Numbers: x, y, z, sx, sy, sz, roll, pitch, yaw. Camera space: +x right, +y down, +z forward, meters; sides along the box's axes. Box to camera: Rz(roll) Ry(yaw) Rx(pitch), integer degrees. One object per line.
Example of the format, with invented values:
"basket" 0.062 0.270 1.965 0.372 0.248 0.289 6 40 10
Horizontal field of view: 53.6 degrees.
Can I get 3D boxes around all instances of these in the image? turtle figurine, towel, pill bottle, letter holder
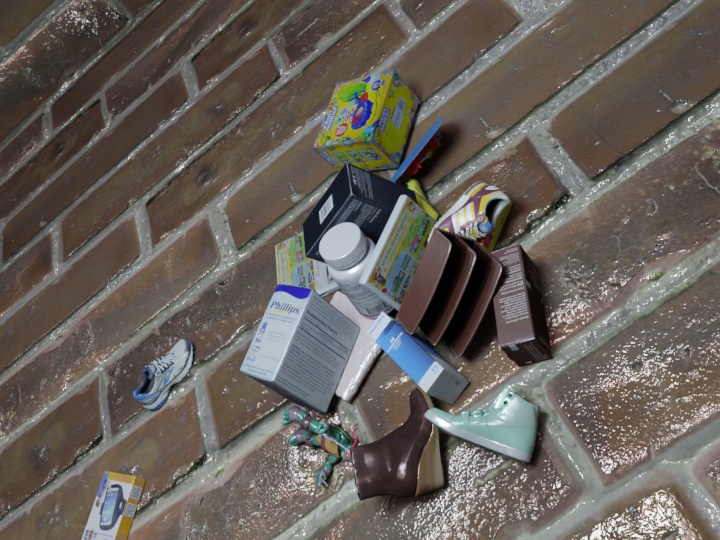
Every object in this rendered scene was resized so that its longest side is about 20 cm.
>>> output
"turtle figurine" -0.071 0.350 1.433 0.199 0.100 0.152 20 117 43
"towel" -0.035 0.163 1.559 0.190 0.032 0.201 24 79 43
"pill bottle" 0.000 0.000 1.485 0.112 0.201 0.114 -17 46 18
"letter holder" 0.170 0.046 1.362 0.202 0.099 0.142 -68 26 18

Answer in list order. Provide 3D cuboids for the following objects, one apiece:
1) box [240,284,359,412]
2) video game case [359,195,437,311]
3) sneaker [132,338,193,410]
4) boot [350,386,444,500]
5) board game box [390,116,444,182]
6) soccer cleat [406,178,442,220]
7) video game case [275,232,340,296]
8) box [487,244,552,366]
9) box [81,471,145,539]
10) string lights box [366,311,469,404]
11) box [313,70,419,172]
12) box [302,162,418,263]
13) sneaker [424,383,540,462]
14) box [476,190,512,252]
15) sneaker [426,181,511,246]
"box" -0.121 0.160 1.475 0.104 0.184 0.202 8 67 40
"video game case" 0.104 -0.020 1.456 0.023 0.181 0.202 10 69 53
"sneaker" -0.498 0.256 1.798 0.077 0.085 0.201 24 79 42
"boot" 0.062 0.317 1.322 0.164 0.073 0.202 -3 63 -8
"board game box" 0.142 -0.264 1.646 0.201 0.039 0.158 -51 8 9
"soccer cleat" 0.140 -0.128 1.598 0.082 0.065 0.202 0 46 -7
"video game case" -0.126 -0.013 1.734 0.180 0.023 0.202 -25 53 22
"box" 0.296 0.064 1.333 0.074 0.100 0.202 -17 56 26
"box" -0.595 0.588 1.702 0.118 0.041 0.202 -4 60 34
"string lights box" 0.111 0.169 1.400 0.059 0.102 0.200 -54 46 5
"box" 0.015 -0.361 1.763 0.191 0.122 0.202 -1 63 41
"box" 0.000 -0.101 1.539 0.200 0.180 0.105 -49 34 35
"sneaker" 0.220 0.253 1.273 0.198 0.074 0.120 16 77 18
"box" 0.243 -0.072 1.485 0.075 0.050 0.202 15 73 41
"sneaker" 0.215 -0.088 1.430 0.201 0.075 0.090 -53 42 -1
